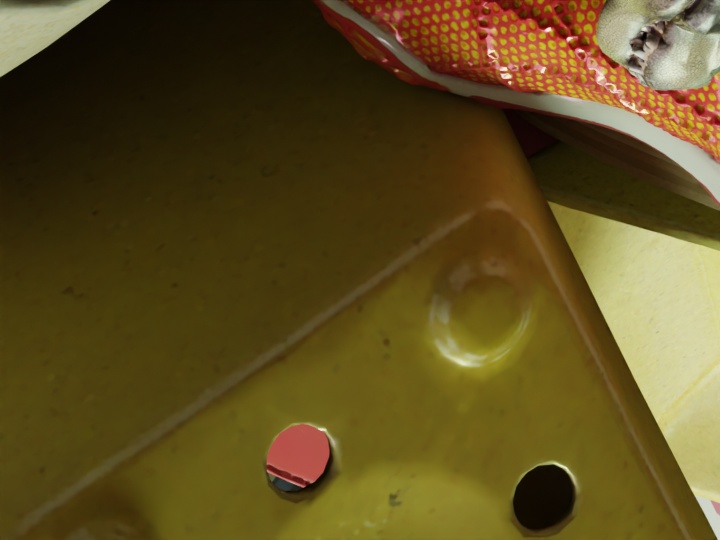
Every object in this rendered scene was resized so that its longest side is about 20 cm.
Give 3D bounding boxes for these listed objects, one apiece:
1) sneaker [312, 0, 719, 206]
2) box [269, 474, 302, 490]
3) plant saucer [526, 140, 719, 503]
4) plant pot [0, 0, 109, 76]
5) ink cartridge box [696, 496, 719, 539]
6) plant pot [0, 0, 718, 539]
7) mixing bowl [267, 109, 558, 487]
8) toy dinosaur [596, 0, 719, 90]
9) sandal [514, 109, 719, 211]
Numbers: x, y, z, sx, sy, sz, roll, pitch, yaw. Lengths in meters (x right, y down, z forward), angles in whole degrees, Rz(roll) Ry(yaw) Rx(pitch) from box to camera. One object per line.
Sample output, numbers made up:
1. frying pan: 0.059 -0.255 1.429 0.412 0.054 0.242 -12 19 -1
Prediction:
1. sneaker: 0.062 -0.053 0.482 0.200 0.073 0.077 31 141 16
2. box: -0.103 -0.003 0.943 0.200 0.086 0.164 49 163 -19
3. plant saucer: 0.146 0.025 0.679 0.200 0.049 0.200 18 162 20
4. plant pot: -0.118 -0.082 0.455 0.200 0.188 0.187 3 161 45
5. ink cartridge box: 0.136 0.069 0.911 0.147 0.083 0.200 62 167 -12
6. plant pot: -0.033 0.038 0.581 0.194 0.195 0.200 62 165 -25
7. mixing bowl: 0.000 0.000 0.792 0.200 0.109 0.200 22 162 7
8. toy dinosaur: 0.015 -0.089 0.371 0.088 0.048 0.200 24 168 21
9. sandal: 0.116 0.002 0.541 0.212 0.078 0.070 31 149 22
